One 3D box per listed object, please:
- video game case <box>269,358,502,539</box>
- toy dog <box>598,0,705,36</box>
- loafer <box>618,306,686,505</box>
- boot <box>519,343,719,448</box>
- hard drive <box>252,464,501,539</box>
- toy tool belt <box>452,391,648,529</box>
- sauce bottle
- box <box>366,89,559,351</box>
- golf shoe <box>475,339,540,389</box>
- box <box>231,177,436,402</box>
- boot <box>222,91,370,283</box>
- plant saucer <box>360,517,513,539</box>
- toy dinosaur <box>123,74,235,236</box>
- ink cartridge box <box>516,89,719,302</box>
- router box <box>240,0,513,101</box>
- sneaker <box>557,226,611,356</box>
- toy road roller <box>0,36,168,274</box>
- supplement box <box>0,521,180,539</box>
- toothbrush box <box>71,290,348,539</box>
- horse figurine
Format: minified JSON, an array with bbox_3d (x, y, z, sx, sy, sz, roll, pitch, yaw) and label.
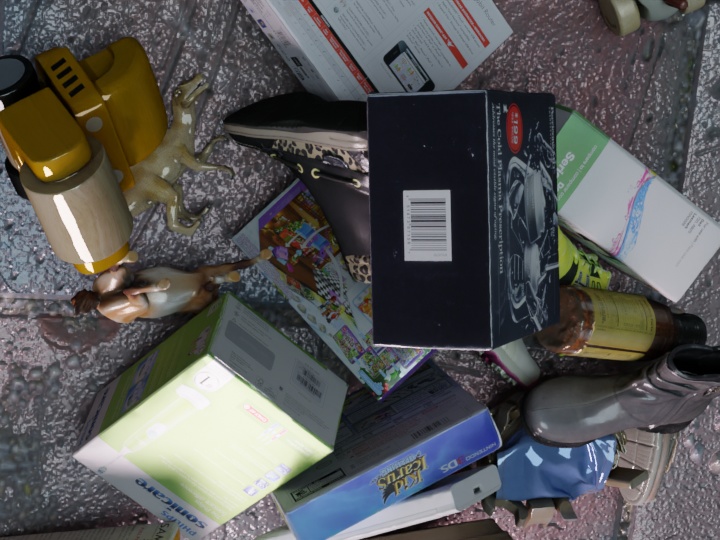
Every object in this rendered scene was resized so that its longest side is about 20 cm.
[{"bbox_3d":[0.008,0.161,1.432,0.199,0.181,0.046,-26,108,-8],"label":"video game case"},{"bbox_3d":[0.253,-0.303,1.434,0.132,0.096,0.200,-44,110,-2],"label":"toy dog"},{"bbox_3d":[0.298,0.135,1.570,0.063,0.072,0.201,-3,100,-26],"label":"loafer"},{"bbox_3d":[0.253,0.104,1.438,0.199,0.132,0.070,-6,68,-26],"label":"boot"},{"bbox_3d":[0.016,0.221,1.433,0.199,0.132,0.026,-19,85,22],"label":"hard drive"},{"bbox_3d":[0.162,0.185,1.502,0.199,0.123,0.125,-9,119,-14],"label":"toy tool belt"},{"bbox_3d":[0.245,0.053,1.459,0.199,0.066,0.066,10,101,-43],"label":"sauce bottle"},{"bbox_3d":[0.088,-0.046,1.282,0.104,0.182,0.201,1,96,23],"label":"box"},{"bbox_3d":[0.120,0.027,1.491,0.091,0.075,0.200,-43,111,-6],"label":"golf shoe"},{"bbox_3d":[0.000,0.000,1.421,0.137,0.039,0.200,-42,82,-2],"label":"box"},{"bbox_3d":[-0.031,-0.071,1.366,0.073,0.203,0.154,-34,119,-34],"label":"boot"},{"bbox_3d":[0.042,0.258,1.469,0.199,0.200,0.030,-8,80,-14],"label":"plant saucer"},{"bbox_3d":[-0.180,-0.075,1.400,0.101,0.058,0.200,36,85,-5],"label":"toy dinosaur"},{"bbox_3d":[0.218,-0.070,1.454,0.200,0.145,0.084,35,92,-20],"label":"ink cartridge box"},{"bbox_3d":[0.013,-0.230,1.387,0.179,0.049,0.200,-44,111,-18],"label":"router box"},{"bbox_3d":[0.189,-0.001,1.471,0.076,0.076,0.200,-30,145,-3],"label":"sneaker"},{"bbox_3d":[-0.220,-0.110,1.295,0.146,0.200,0.123,-28,135,-12],"label":"toy road roller"},{"bbox_3d":[-0.255,0.305,1.415,0.199,0.074,0.127,-7,106,9],"label":"supplement box"},{"bbox_3d":[-0.132,0.133,1.387,0.145,0.086,0.200,39,125,-20],"label":"toothbrush box"},{"bbox_3d":[-0.169,0.017,1.362,0.199,0.132,0.050,-4,76,-33],"label":"horse figurine"}]
